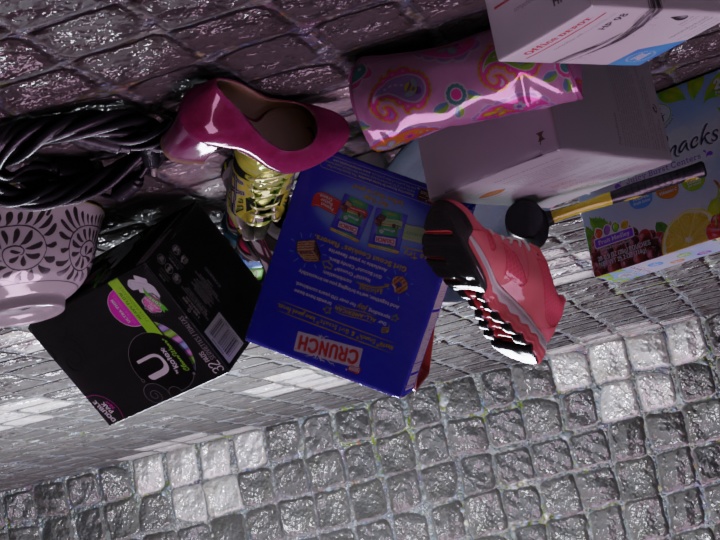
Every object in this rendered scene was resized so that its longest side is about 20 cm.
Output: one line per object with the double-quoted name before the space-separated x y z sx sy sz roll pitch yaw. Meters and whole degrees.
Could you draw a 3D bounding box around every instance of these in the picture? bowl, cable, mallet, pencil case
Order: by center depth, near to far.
"pencil case" 0.090 -0.162 1.443 0.198 0.088 0.087 -15 168 11
"cable" -0.240 -0.096 1.489 0.162 0.051 0.199 -19 166 31
"mallet" 0.230 -0.069 1.626 0.198 0.042 0.066 -20 165 15
"bowl" -0.350 0.001 1.737 0.199 0.095 0.201 -13 169 -3

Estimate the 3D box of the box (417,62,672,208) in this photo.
"box" 0.169 -0.133 1.592 0.151 0.107 0.199 -20 167 38

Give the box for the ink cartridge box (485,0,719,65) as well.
"ink cartridge box" 0.177 -0.210 1.326 0.199 0.067 0.116 -4 167 -36

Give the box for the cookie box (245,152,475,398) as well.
"cookie box" 0.000 0.000 1.660 0.170 0.202 0.075 20 -177 12

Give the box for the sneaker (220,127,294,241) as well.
"sneaker" -0.088 -0.086 1.629 0.075 0.077 0.200 -8 167 -10

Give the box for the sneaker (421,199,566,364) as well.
"sneaker" 0.128 -0.006 1.603 0.073 0.201 0.087 10 -126 49

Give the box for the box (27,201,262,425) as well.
"box" -0.221 0.049 1.811 0.199 0.149 0.125 -24 -160 38

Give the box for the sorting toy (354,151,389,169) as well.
"sorting toy" 0.006 -0.009 1.835 0.106 0.182 0.200 -13 168 5

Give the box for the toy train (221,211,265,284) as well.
"toy train" -0.200 -0.018 1.875 0.198 0.085 0.116 -3 151 -10

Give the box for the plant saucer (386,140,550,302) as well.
"plant saucer" 0.098 -0.066 1.753 0.199 0.203 0.039 -9 -155 -16

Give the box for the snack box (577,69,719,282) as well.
"snack box" 0.324 -0.097 1.774 0.199 0.170 0.067 -18 164 32

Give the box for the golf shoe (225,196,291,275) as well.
"golf shoe" -0.064 -0.005 1.759 0.077 0.201 0.088 -33 172 -33

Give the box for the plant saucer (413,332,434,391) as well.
"plant saucer" 0.064 0.023 1.889 0.036 0.202 0.200 7 -177 7

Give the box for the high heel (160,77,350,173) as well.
"high heel" -0.073 -0.136 1.476 0.199 0.068 0.096 0 151 -37
